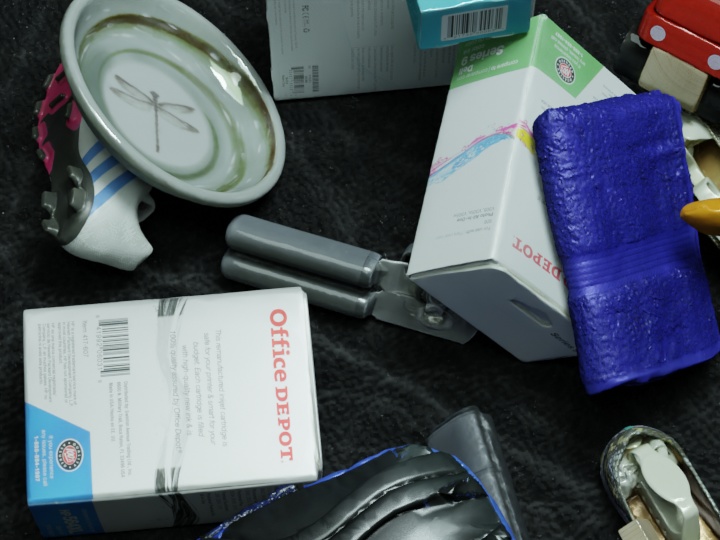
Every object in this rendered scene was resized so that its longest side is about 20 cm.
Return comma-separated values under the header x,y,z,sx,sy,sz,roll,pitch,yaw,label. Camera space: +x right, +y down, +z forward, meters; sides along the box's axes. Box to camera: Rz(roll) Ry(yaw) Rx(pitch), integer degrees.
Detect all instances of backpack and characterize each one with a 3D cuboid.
x,y,z,sx,sy,sz,roll,pitch,yaw,label
0.003,0.210,1.308,0.200,0.168,0.163,-29,69,-7,backpack

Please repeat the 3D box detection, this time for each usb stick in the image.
x,y,z,sx,sy,sz,roll,pitch,yaw,label
0.090,0.186,1.378,0.055,0.033,0.200,-32,54,24,usb stick

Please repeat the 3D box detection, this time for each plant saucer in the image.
x,y,z,sx,sy,sz,roll,pitch,yaw,label
-0.147,-0.120,1.502,0.200,0.050,0.201,29,38,-26,plant saucer

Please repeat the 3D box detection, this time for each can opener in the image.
x,y,z,sx,sy,sz,roll,pitch,yaw,label
0.000,0.000,1.489,0.199,0.053,0.067,17,33,9,can opener

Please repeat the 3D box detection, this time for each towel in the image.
x,y,z,sx,sy,sz,roll,pitch,yaw,label
0.191,-0.023,1.410,0.147,0.049,0.201,-16,94,-48,towel

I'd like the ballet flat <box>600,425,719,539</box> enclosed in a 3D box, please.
x,y,z,sx,sy,sz,roll,pitch,yaw,label
0.225,0.190,1.375,0.072,0.072,0.201,-25,67,-11,ballet flat

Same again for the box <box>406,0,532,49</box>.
x,y,z,sx,sy,sz,roll,pitch,yaw,label
0.060,-0.256,1.432,0.082,0.049,0.201,-10,63,-5,box

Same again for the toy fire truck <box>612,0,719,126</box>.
x,y,z,sx,sy,sz,roll,pitch,yaw,label
0.296,-0.222,1.481,0.128,0.200,0.176,29,38,14,toy fire truck

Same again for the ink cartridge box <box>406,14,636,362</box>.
x,y,z,sx,sy,sz,roll,pitch,yaw,label
0.124,-0.055,1.444,0.087,0.145,0.201,-13,55,41,ink cartridge box

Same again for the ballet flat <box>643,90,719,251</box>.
x,y,z,sx,sy,sz,roll,pitch,yaw,label
0.259,-0.063,1.490,0.068,0.075,0.200,-44,67,25,ballet flat

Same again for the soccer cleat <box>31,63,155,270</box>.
x,y,z,sx,sy,sz,roll,pitch,yaw,label
-0.196,-0.080,1.518,0.086,0.070,0.200,28,38,-34,soccer cleat

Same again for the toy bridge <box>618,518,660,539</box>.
x,y,z,sx,sy,sz,roll,pitch,yaw,label
0.197,0.196,1.338,0.200,0.027,0.067,-37,65,20,toy bridge

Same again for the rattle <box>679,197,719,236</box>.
x,y,z,sx,sy,sz,roll,pitch,yaw,label
0.314,0.041,1.393,0.142,0.130,0.201,-15,108,-29,rattle

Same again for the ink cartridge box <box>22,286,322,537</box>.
x,y,z,sx,sy,sz,roll,pitch,yaw,label
-0.130,0.099,1.412,0.199,0.084,0.146,-4,64,-2,ink cartridge box

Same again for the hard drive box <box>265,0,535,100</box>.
x,y,z,sx,sy,sz,roll,pitch,yaw,label
0.027,-0.206,1.521,0.199,0.156,0.077,-4,63,-3,hard drive box
